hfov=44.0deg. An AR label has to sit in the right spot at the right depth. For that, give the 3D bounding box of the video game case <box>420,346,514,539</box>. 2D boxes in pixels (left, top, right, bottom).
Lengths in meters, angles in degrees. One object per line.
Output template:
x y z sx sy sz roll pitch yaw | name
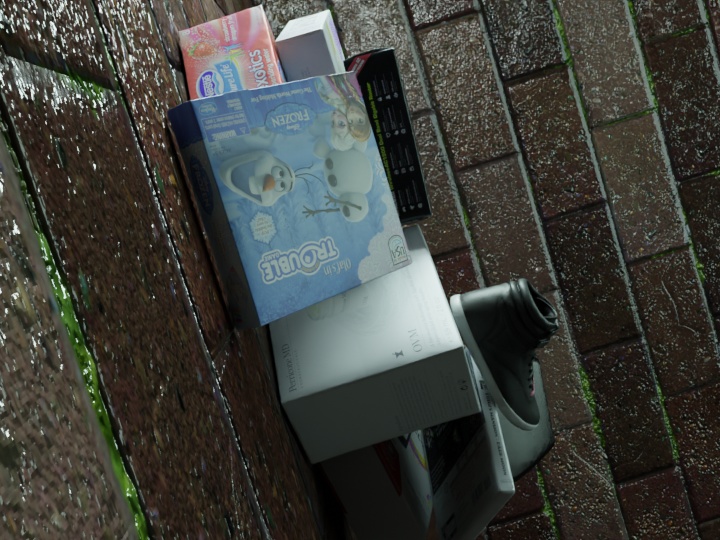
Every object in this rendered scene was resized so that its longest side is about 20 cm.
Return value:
0.120 0.217 1.049 0.200 0.023 0.183 110 -23 -50 | video game case

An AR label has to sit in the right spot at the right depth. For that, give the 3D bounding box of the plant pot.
0.165 0.209 1.299 0.200 0.177 0.201 -15 -94 59 | plant pot

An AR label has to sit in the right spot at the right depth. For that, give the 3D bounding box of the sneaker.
0.184 0.094 0.985 0.200 0.099 0.071 59 19 -26 | sneaker

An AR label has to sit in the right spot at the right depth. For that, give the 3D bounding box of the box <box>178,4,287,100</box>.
-0.122 -0.171 0.949 0.095 0.102 0.201 69 5 -57 | box

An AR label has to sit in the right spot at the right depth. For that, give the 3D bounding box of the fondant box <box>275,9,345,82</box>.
-0.045 -0.223 1.062 0.200 0.058 0.145 -92 165 -68 | fondant box

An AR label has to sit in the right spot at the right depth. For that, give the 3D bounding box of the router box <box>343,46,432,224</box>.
0.036 -0.154 1.070 0.150 0.062 0.201 -30 107 -84 | router box

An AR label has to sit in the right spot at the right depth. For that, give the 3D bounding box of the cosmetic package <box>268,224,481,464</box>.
0.006 0.079 1.005 0.200 0.199 0.123 -106 176 -46 | cosmetic package

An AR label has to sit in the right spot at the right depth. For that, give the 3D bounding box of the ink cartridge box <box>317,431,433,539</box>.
0.031 0.240 1.137 0.146 0.083 0.200 62 18 -11 | ink cartridge box

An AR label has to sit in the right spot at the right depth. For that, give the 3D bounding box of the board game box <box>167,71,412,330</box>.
-0.057 -0.071 0.822 0.043 0.200 0.200 -10 -81 47 | board game box
